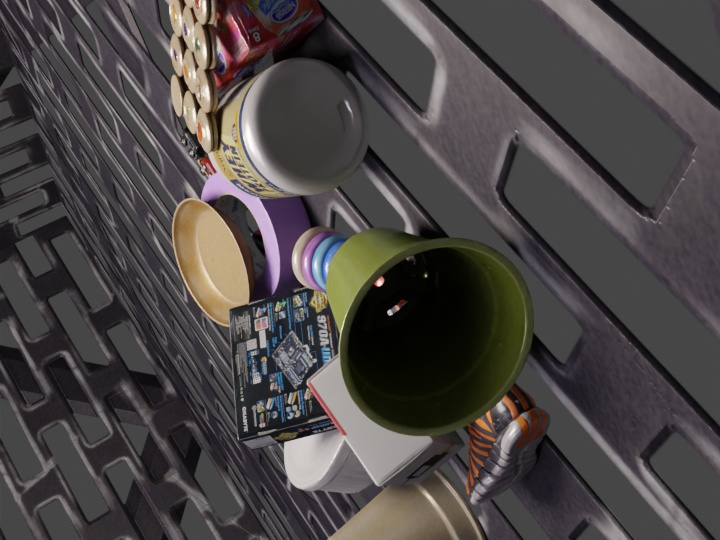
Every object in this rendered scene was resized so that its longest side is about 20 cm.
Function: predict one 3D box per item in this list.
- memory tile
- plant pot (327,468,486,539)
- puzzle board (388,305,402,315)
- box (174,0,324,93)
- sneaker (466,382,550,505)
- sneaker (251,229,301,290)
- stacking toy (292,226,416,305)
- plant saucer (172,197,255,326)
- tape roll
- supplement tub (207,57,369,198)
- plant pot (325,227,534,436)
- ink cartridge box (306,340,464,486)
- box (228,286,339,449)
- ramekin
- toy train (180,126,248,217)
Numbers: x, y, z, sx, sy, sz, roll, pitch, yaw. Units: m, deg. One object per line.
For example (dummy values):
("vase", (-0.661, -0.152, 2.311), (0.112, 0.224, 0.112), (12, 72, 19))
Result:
("memory tile", (-0.188, -0.244, 0.989), (0.153, 0.017, 0.201), (-126, 33, -46))
("plant pot", (0.058, 0.407, 1.315), (0.201, 0.183, 0.201), (48, 155, 30))
("puzzle board", (0.054, 0.112, 1.190), (0.201, 0.017, 0.151), (58, 159, 8))
("box", (-0.131, -0.280, 1.014), (0.096, 0.099, 0.200), (64, 158, -6))
("sneaker", (0.144, 0.177, 1.007), (0.112, 0.077, 0.201), (53, 147, 31))
("sneaker", (-0.146, 0.033, 1.447), (0.074, 0.087, 0.201), (27, 140, 56))
("stacking toy", (0.000, 0.000, 1.110), (0.200, 0.085, 0.086), (17, 132, 51))
("plant saucer", (-0.212, -0.016, 1.330), (0.200, 0.035, 0.201), (28, 128, 41))
("tape roll", (-0.156, -0.057, 1.322), (0.200, 0.065, 0.201), (26, 127, 41))
("supplement tub", (-0.091, -0.155, 1.014), (0.200, 0.144, 0.145), (5, 121, 65))
("plant pot", (0.048, 0.037, 0.923), (0.190, 0.199, 0.201), (-134, 22, -65))
("ink cartridge box", (0.036, 0.173, 1.066), (0.146, 0.083, 0.200), (52, -174, 19))
("box", (-0.095, 0.127, 1.213), (0.046, 0.158, 0.201), (55, -158, -58))
("ramekin", (-0.022, 0.224, 1.278), (0.094, 0.203, 0.202), (23, 173, -24))
("toy train", (-0.246, -0.168, 1.506), (0.200, 0.034, 0.046), (54, 145, 19))
